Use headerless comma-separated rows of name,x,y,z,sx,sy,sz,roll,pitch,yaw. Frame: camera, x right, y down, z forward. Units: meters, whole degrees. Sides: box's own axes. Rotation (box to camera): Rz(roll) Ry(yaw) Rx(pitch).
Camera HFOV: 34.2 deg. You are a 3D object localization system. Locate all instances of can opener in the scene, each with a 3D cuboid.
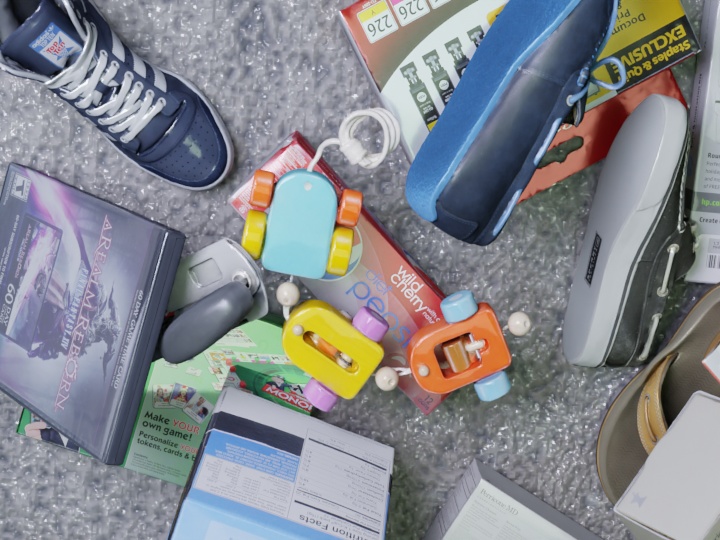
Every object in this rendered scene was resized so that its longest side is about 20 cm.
can opener,-0.142,0.039,0.739,0.198,0.067,0.054,-24,101,32

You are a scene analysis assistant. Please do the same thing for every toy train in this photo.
toy train,0.010,0.004,0.740,0.149,0.056,0.202,-27,103,3

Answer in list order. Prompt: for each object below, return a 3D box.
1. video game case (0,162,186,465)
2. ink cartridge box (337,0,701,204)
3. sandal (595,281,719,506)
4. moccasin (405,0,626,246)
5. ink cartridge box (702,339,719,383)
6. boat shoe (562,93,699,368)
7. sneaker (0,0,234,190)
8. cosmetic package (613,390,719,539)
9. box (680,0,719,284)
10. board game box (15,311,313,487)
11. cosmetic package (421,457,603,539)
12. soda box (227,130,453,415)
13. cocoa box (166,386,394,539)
video game case,-0.192,0.020,0.753,0.019,0.199,0.145,12,96,-45
ink cartridge box,0.110,-0.137,0.772,0.198,0.084,0.177,-28,99,4
sandal,0.228,0.095,0.812,0.079,0.054,0.202,26,115,-5
moccasin,0.102,-0.108,0.695,0.068,0.080,0.201,35,93,-26
ink cartridge box,0.293,0.024,0.742,0.109,0.050,0.200,47,73,-9
boat shoe,0.191,-0.022,0.789,0.063,0.071,0.203,6,122,-10
sneaker,-0.167,-0.123,0.759,0.200,0.109,0.070,44,97,-7
cosmetic package,0.263,0.187,0.783,0.106,0.071,0.200,-51,123,-13
box,0.303,-0.089,0.804,0.153,0.041,0.204,4,101,-2
board game box,-0.131,0.081,0.834,0.197,0.029,0.137,19,98,-4
cosmetic package,0.145,0.227,0.849,0.198,0.051,0.083,33,100,-6
soda box,0.000,0.000,0.800,0.063,0.070,0.200,-41,98,7
cocoa box,-0.070,0.210,0.780,0.131,0.132,0.202,19,115,-4
